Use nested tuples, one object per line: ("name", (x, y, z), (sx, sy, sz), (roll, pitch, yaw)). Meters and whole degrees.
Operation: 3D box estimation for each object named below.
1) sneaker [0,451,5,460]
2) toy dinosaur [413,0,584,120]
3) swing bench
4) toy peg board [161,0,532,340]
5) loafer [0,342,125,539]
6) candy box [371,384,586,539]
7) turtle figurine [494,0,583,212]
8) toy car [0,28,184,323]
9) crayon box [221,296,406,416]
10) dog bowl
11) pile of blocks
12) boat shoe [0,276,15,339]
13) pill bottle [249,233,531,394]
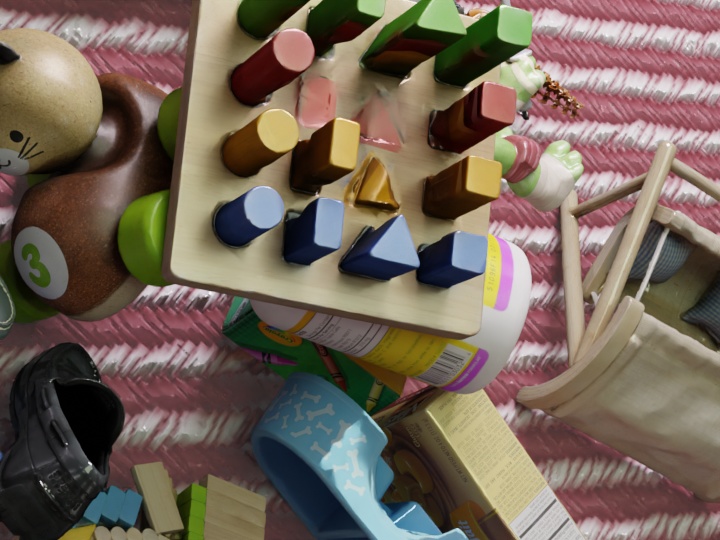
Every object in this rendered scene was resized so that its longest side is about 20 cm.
("sneaker", (-0.258, 0.068, 1.072), (0.200, 0.078, 0.089), (46, 56, -13))
("toy dinosaur", (0.080, -0.163, 1.383), (0.198, 0.103, 0.136), (5, 46, -4))
("swing bench", (0.249, 0.046, 1.402), (0.198, 0.130, 0.201), (28, 60, -25))
("toy peg board", (0.003, -0.081, 1.053), (0.199, 0.098, 0.201), (11, 74, -22))
("loafer", (-0.168, 0.092, 1.074), (0.068, 0.070, 0.201), (54, 10, -19))
("candy box", (0.082, 0.174, 1.247), (0.055, 0.115, 0.201), (-40, 97, -36))
("turtle figurine", (0.071, -0.127, 1.238), (0.194, 0.143, 0.201), (28, 51, -52))
("toy car", (-0.198, -0.078, 1.085), (0.200, 0.164, 0.159), (38, 55, -35))
("crayon box", (-0.008, -0.009, 1.269), (0.119, 0.058, 0.201), (37, 48, -19))
("dog bowl", (0.003, 0.159, 1.206), (0.050, 0.111, 0.200), (-42, 100, -24))
("pile of blocks", (-0.149, 0.170, 1.128), (0.199, 0.062, 0.083), (2, 61, -43))
("boat shoe", (-0.246, -0.035, 1.038), (0.073, 0.061, 0.201), (-89, 154, -54))
("pill bottle", (0.000, 0.000, 1.147), (0.199, 0.104, 0.105), (21, 62, -19))
